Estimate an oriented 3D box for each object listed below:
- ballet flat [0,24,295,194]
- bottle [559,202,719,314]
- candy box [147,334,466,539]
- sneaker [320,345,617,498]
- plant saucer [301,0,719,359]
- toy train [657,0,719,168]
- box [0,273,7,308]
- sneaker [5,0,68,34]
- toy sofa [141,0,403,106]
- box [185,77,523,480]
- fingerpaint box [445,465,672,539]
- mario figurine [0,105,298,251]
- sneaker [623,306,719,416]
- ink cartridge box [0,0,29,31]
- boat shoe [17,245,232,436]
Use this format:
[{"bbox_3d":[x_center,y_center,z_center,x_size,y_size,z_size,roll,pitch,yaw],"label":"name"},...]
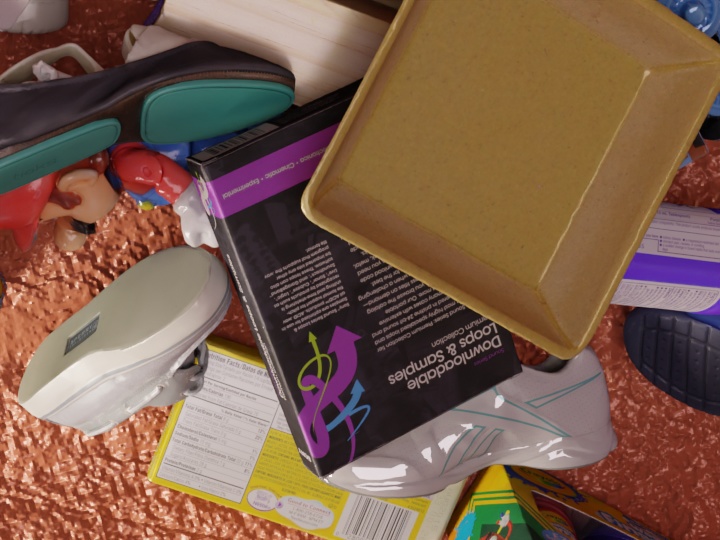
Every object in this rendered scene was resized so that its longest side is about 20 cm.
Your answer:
[{"bbox_3d":[-0.133,-0.099,0.986,0.199,0.073,0.074,-18,109,-22],"label":"ballet flat"},{"bbox_3d":[0.206,-0.007,1.112,0.198,0.084,0.066,6,82,-13],"label":"bottle"},{"bbox_3d":[-0.029,0.119,1.176,0.199,0.026,0.103,20,99,-12],"label":"candy box"},{"bbox_3d":[0.063,0.091,1.136,0.199,0.070,0.081,-11,106,-14],"label":"sneaker"},{"bbox_3d":[0.082,-0.080,1.006,0.199,0.048,0.201,28,89,-25],"label":"plant saucer"},{"bbox_3d":[0.159,-0.149,1.083,0.114,0.087,0.201,-30,116,6],"label":"toy train"},{"bbox_3d":[-0.300,-0.021,1.014,0.121,0.200,0.194,-24,107,1],"label":"box"},{"bbox_3d":[-0.265,-0.199,1.030,0.198,0.077,0.112,3,108,-8],"label":"sneaker"},{"bbox_3d":[-0.031,-0.147,1.067,0.199,0.083,0.098,19,105,-10],"label":"toy sofa"},{"bbox_3d":[0.000,0.000,1.034,0.142,0.036,0.201,-25,108,-17],"label":"box"},{"bbox_3d":[0.165,0.214,1.153,0.199,0.167,0.074,29,103,-13],"label":"fingerpaint box"},{"bbox_3d":[-0.133,-0.050,1.066,0.199,0.123,0.107,-10,81,-18],"label":"mario figurine"},{"bbox_3d":[0.271,0.048,1.173,0.198,0.083,0.074,10,132,9],"label":"sneaker"},{"bbox_3d":[-0.154,-0.247,0.947,0.083,0.145,0.201,33,61,-14],"label":"ink cartridge box"},{"bbox_3d":[-0.129,0.048,1.090,0.071,0.070,0.200,32,139,-27],"label":"boat shoe"}]
